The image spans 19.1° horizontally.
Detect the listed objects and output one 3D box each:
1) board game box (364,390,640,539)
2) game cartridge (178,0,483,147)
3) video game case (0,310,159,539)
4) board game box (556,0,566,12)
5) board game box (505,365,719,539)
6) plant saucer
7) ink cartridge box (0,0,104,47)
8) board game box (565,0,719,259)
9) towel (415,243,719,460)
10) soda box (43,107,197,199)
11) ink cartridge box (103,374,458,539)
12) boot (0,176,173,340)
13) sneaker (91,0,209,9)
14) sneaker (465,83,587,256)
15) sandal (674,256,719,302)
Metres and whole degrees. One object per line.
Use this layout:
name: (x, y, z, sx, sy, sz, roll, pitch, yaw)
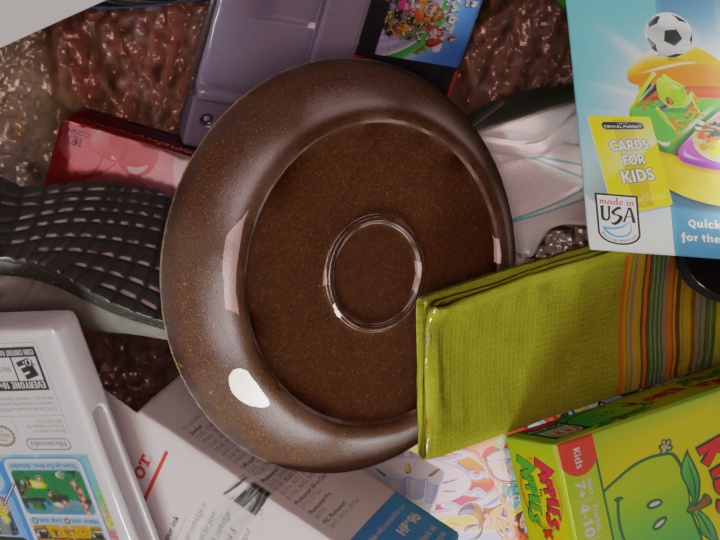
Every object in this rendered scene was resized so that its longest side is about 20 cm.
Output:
board game box: (0.036, 0.104, 1.123, 0.200, 0.034, 0.135, 15, 97, -2)
game cartridge: (-0.005, -0.136, 1.036, 0.130, 0.038, 0.200, 10, 127, -11)
video game case: (-0.191, 0.105, 1.057, 0.200, 0.024, 0.182, -3, 116, 34)
board game box: (0.084, -0.193, 1.055, 0.030, 0.096, 0.200, -42, 95, -18)
board game box: (0.178, 0.105, 1.076, 0.200, 0.048, 0.102, -16, 97, -25)
plant saucer: (0.000, 0.000, 1.013, 0.200, 0.032, 0.200, -5, 99, -34)
ink cartridge box: (-0.184, -0.212, 1.014, 0.145, 0.084, 0.200, -24, 66, 3)
board game box: (0.173, -0.100, 0.976, 0.151, 0.047, 0.200, 4, 123, 22)
towel: (0.110, 0.031, 1.062, 0.200, 0.018, 0.086, -15, 113, -34)
soda box: (-0.060, -0.023, 1.088, 0.200, 0.070, 0.063, 16, 100, -2)
ink cartridge box: (-0.067, 0.129, 1.061, 0.200, 0.068, 0.116, 33, 121, 11)
boot: (-0.151, 0.013, 1.052, 0.200, 0.131, 0.068, 15, 57, -1)
sneaker: (-0.066, -0.166, 1.064, 0.199, 0.083, 0.071, -8, 93, 0)
sneaker: (0.149, -0.068, 1.091, 0.200, 0.070, 0.080, -18, 104, 9)
sandal: (0.253, -0.031, 1.079, 0.200, 0.045, 0.075, -9, 75, -12)
